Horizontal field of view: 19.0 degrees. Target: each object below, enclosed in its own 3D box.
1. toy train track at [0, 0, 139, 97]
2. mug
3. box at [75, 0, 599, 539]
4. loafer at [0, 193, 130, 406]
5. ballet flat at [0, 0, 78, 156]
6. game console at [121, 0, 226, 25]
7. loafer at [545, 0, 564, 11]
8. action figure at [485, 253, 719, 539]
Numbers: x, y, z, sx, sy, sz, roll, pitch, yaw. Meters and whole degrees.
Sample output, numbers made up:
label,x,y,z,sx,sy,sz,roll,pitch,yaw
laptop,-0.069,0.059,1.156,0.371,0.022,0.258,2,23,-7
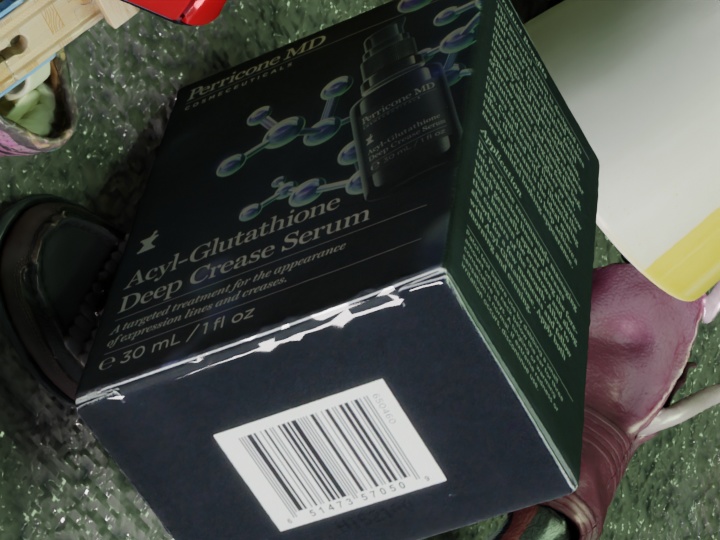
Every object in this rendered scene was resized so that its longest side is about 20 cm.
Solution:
label,x,y,z,sx,sy,sz,roll,pitch,yaw
toy train track,-0.147,-0.042,0.703,0.200,0.032,0.115,-39,134,-12
mug,0.178,-0.083,0.983,0.186,0.153,0.150,34,27,-45
box,0.000,0.000,0.806,0.107,0.147,0.201,57,25,-29
loafer,-0.072,0.042,0.856,0.072,0.063,0.200,-59,137,-26
ballet flat,-0.141,-0.126,0.731,0.069,0.071,0.201,-45,129,-38
game console,-0.120,-0.178,0.700,0.176,0.031,0.201,12,49,-49
loafer,0.163,-0.163,1.050,0.073,0.200,0.071,40,35,-3
action figure,0.109,0.094,1.043,0.201,0.148,0.135,-61,145,-46
